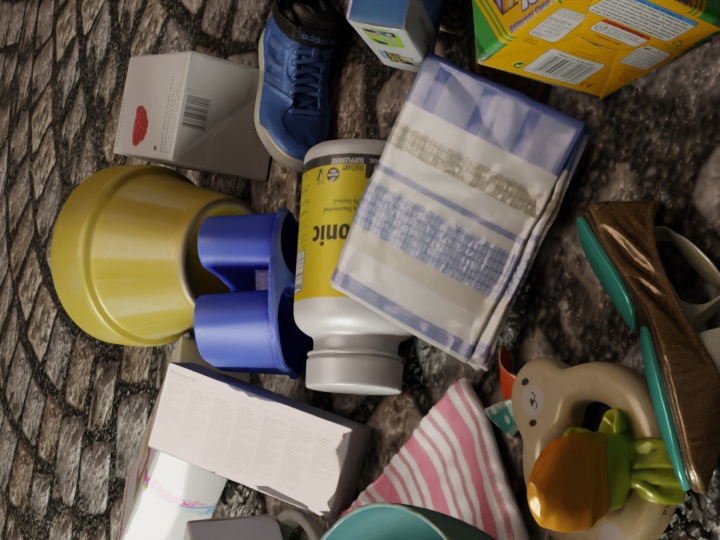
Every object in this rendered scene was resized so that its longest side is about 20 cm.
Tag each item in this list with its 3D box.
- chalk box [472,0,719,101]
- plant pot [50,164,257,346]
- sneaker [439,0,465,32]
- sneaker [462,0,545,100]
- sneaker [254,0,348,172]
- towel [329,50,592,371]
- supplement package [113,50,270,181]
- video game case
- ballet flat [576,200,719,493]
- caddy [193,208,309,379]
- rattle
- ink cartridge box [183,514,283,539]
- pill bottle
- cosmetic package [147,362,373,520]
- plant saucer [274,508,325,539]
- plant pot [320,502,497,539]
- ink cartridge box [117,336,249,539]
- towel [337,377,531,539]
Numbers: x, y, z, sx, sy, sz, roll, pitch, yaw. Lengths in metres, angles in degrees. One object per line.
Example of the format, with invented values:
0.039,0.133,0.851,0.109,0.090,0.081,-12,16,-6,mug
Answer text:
0.152,-0.241,0.756,0.124,0.123,0.203,-26,61,52,chalk box
-0.203,-0.015,1.220,0.187,0.199,0.204,3,83,42,plant pot
0.058,-0.300,0.962,0.089,0.066,0.203,3,86,52,sneaker
0.112,-0.218,0.882,0.090,0.066,0.203,-165,79,-76,sneaker
-0.057,-0.205,1.126,0.112,0.076,0.202,124,148,-48,sneaker
0.072,-0.044,0.841,0.146,0.024,0.202,27,102,19,towel
-0.192,-0.178,1.295,0.199,0.118,0.123,13,94,59,supplement package
0.045,-0.259,0.814,0.181,0.045,0.203,-10,-68,-81,video game case
0.192,0.033,0.672,0.071,0.068,0.202,-18,50,5,ballet flat
-0.083,0.023,1.025,0.200,0.103,0.144,67,-155,-76,caddy
0.103,0.108,0.731,0.200,0.141,0.132,43,136,47,rattle
-0.113,0.335,0.967,0.146,0.083,0.202,-123,40,-54,ink cartridge box
0.000,0.000,0.945,0.111,0.110,0.203,-13,71,56,pill bottle
-0.092,0.150,1.015,0.198,0.050,0.084,17,94,25,cosmetic package
-0.036,0.306,0.955,0.200,0.050,0.203,-179,90,-68,plant saucer
0.062,0.259,0.740,0.199,0.134,0.203,-16,69,48,plant pot
-0.188,0.198,1.183,0.145,0.084,0.202,-102,32,-64,ink cartridge box
0.052,0.202,0.878,0.201,0.030,0.147,-56,40,36,towel
